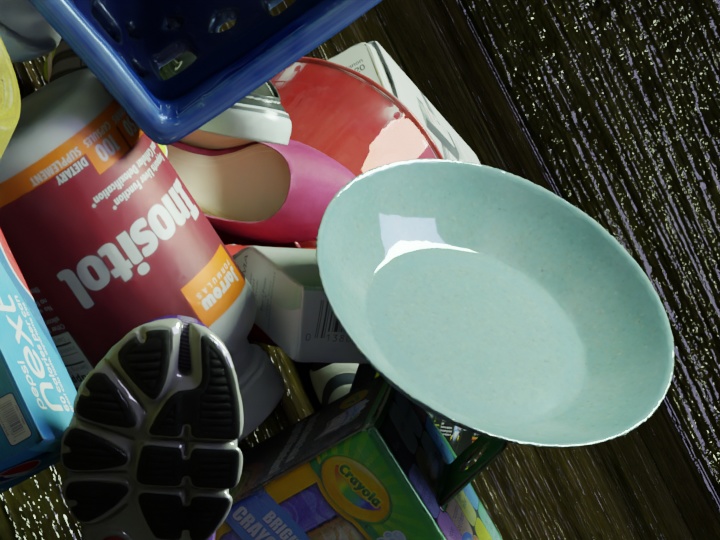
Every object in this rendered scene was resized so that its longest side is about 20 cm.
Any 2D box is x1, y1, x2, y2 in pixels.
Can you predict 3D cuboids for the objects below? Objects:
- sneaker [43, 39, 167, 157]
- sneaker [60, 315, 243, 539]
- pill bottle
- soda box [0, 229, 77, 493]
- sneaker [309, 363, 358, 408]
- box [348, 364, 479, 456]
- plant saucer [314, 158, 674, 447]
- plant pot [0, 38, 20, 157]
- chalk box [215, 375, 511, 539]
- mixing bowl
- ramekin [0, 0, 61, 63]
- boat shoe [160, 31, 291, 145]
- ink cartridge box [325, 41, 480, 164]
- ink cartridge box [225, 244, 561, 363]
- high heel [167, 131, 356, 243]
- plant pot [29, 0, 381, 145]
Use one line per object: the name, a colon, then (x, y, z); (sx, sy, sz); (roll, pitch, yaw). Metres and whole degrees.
sneaker: (-0.147, -0.121, 1.376); (0.200, 0.074, 0.081); (-117, -146, -61)
sneaker: (-0.098, 0.097, 1.109); (0.083, 0.081, 0.200); (-89, -173, -53)
pill bottle: (-0.127, 0.003, 1.262); (0.200, 0.113, 0.113); (57, 13, -17)
soda box: (-0.198, 0.003, 1.096); (0.200, 0.064, 0.068); (64, 13, 11)
sneaker: (0.005, 0.041, 1.781); (0.199, 0.079, 0.130); (-1, 71, -65)
box: (0.032, 0.107, 1.541); (0.200, 0.047, 0.193); (15, 92, -72)
plant saucer: (0.065, 0.025, 1.254); (0.201, 0.039, 0.201); (15, 43, -14)
plant pot: (-0.223, -0.067, 0.969); (0.200, 0.142, 0.200); (57, 13, -20)
chalk box: (-0.001, 0.140, 1.257); (0.124, 0.200, 0.124); (60, 13, -7)
mixing bowl: (-0.047, -0.026, 1.549); (0.200, 0.200, 0.108); (59, 42, -10)
ramekin: (-0.247, -0.176, 1.220); (0.201, 0.098, 0.201); (57, 13, -21)
boat shoe: (-0.092, -0.118, 1.436); (0.069, 0.057, 0.200); (8, 11, -25)
ink cartridge box: (0.002, -0.073, 1.871); (0.200, 0.146, 0.085); (44, 21, -52)
ink cartridge box: (0.000, 0.000, 1.373); (0.200, 0.161, 0.050); (-137, -126, -58)
high heel: (-0.093, -0.061, 1.433); (0.200, 0.067, 0.096); (20, 2, 8)
plant pot: (-0.097, -0.216, 1.222); (0.200, 0.200, 0.180); (52, 2, -32)
